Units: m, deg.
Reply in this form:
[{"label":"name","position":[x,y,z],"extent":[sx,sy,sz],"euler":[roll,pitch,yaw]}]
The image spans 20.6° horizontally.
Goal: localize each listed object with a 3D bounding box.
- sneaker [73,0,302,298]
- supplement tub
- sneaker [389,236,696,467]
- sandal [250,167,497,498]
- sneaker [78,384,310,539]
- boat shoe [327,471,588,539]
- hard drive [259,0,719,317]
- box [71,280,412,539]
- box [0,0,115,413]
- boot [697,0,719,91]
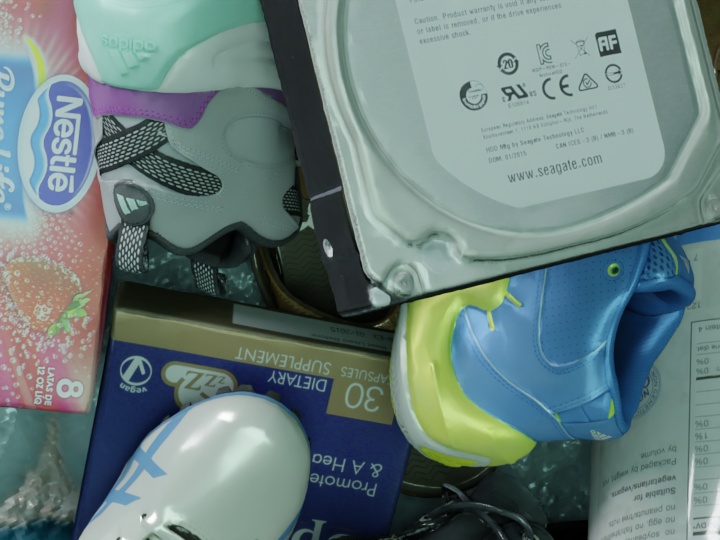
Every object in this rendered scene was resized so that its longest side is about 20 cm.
[{"label":"sneaker","position":[-0.043,-0.059,0.715],"extent":[0.078,0.200,0.140],"euler":[14,115,23]},{"label":"supplement tub","position":[0.149,0.077,0.731],"extent":[0.132,0.132,0.200],"euler":[8,66,-7]},{"label":"sneaker","position":[0.076,-0.025,0.714],"extent":[0.105,0.076,0.200],"euler":[2,77,25]},{"label":"sandal","position":[0.000,0.000,0.780],"extent":[0.082,0.055,0.200],"euler":[-18,98,-4]},{"label":"sneaker","position":[-0.087,0.126,0.722],"extent":[0.072,0.072,0.200],"euler":[38,105,-15]},{"label":"boat shoe","position":[0.051,0.110,0.750],"extent":[0.199,0.074,0.066],"euler":[20,90,-46]},{"label":"hard drive","position":[0.036,-0.097,0.631],"extent":[0.140,0.038,0.200],"euler":[-13,88,-22]},{"label":"box","position":[-0.053,0.109,0.773],"extent":[0.121,0.032,0.200],"euler":[10,113,-8]},{"label":"box","position":[-0.134,-0.055,0.736],"extent":[0.095,0.100,0.200],"euler":[6,96,-7]},{"label":"boot","position":[0.140,-0.079,0.776],"extent":[0.200,0.075,0.074],"euler":[-11,102,-1]}]
